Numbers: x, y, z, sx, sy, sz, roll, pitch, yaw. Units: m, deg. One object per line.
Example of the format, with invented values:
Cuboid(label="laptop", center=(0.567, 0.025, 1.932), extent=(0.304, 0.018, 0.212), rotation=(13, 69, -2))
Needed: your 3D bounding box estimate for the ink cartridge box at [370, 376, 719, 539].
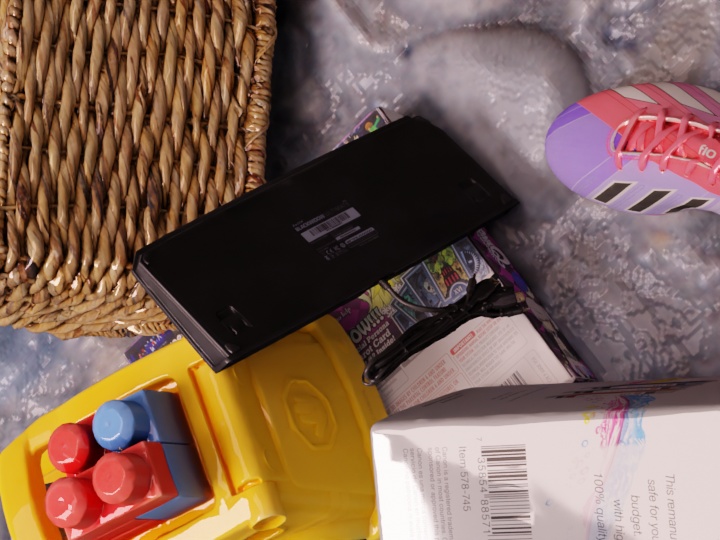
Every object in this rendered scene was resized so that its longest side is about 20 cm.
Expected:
Cuboid(label="ink cartridge box", center=(0.125, 0.126, 1.089), extent=(0.199, 0.144, 0.146), rotation=(-3, 92, 22))

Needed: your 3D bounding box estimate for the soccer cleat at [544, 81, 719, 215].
Cuboid(label="soccer cleat", center=(0.171, -0.051, 1.136), extent=(0.199, 0.076, 0.067), rotation=(14, 92, 28))

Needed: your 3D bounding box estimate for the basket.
Cuboid(label="basket", center=(-0.137, -0.065, 1.295), extent=(0.143, 0.148, 0.201), rotation=(146, 128, -65))

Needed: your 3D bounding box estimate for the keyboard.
Cuboid(label="keyboard", center=(0.000, 0.000, 1.152), extent=(0.127, 0.199, 0.021), rotation=(45, 141, 22))

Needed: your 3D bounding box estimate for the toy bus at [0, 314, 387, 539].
Cuboid(label="toy bus", center=(-0.106, 0.109, 1.166), extent=(0.199, 0.192, 0.136), rotation=(-28, 74, 24))

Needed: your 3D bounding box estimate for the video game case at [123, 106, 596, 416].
Cuboid(label="video game case", center=(-0.005, 0.049, 1.245), extent=(0.200, 0.036, 0.182), rotation=(-44, 67, 18))
